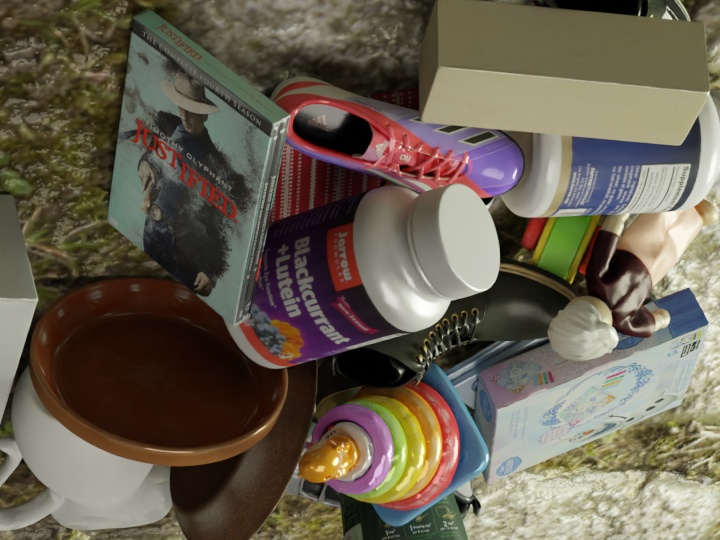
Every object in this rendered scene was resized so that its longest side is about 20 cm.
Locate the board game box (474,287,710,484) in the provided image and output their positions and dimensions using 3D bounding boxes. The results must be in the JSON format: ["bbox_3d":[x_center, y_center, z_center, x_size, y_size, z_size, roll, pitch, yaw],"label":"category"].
[{"bbox_3d":[0.197,0.104,1.898,0.199,0.043,0.200,-22,158,-9],"label":"board game box"}]

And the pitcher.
[{"bbox_3d":[-0.242,0.146,1.767,0.171,0.121,0.200,-18,149,-10],"label":"pitcher"}]

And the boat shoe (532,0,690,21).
[{"bbox_3d":[0.188,-0.194,1.624,0.074,0.063,0.201,-41,136,20],"label":"boat shoe"}]

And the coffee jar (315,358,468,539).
[{"bbox_3d":[0.024,0.166,1.839,0.104,0.200,0.085,-6,160,-16],"label":"coffee jar"}]

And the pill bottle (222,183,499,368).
[{"bbox_3d":[0.000,0.000,1.626,0.200,0.112,0.111,-17,145,33],"label":"pill bottle"}]

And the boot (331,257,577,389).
[{"bbox_3d":[0.073,0.054,1.734,0.200,0.138,0.078,3,123,4],"label":"boot"}]

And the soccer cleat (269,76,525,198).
[{"bbox_3d":[0.028,-0.091,1.602,0.200,0.073,0.068,16,104,-10],"label":"soccer cleat"}]

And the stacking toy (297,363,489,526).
[{"bbox_3d":[0.002,0.141,1.688,0.116,0.110,0.200,-37,166,22],"label":"stacking toy"}]

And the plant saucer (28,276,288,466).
[{"bbox_3d":[-0.156,0.080,1.666,0.200,0.200,0.032,0,130,-22],"label":"plant saucer"}]

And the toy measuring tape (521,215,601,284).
[{"bbox_3d":[0.159,0.002,1.807,0.073,0.074,0.200,-1,135,-22],"label":"toy measuring tape"}]

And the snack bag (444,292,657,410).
[{"bbox_3d":[0.179,0.070,1.890,0.200,0.021,0.189,-30,157,11],"label":"snack bag"}]

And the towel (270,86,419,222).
[{"bbox_3d":[-0.013,-0.080,1.692,0.200,0.023,0.145,-10,135,-15],"label":"towel"}]

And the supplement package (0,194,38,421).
[{"bbox_3d":[-0.328,0.050,1.631,0.117,0.117,0.200,2,134,-24],"label":"supplement package"}]

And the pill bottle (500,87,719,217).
[{"bbox_3d":[0.212,-0.100,1.694,0.200,0.111,0.111,-3,136,-20],"label":"pill bottle"}]

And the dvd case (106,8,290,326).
[{"bbox_3d":[-0.122,-0.072,1.572,0.022,0.146,0.200,-31,149,-39],"label":"dvd case"}]

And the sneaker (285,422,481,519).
[{"bbox_3d":[0.011,0.200,1.906,0.200,0.140,0.078,-9,138,-14],"label":"sneaker"}]

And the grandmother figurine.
[{"bbox_3d":[0.218,0.003,1.755,0.061,0.200,0.121,-8,121,51],"label":"grandmother figurine"}]

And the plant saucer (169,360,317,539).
[{"bbox_3d":[-0.104,0.134,1.754,0.037,0.201,0.200,24,123,-24],"label":"plant saucer"}]

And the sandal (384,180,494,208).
[{"bbox_3d":[0.070,-0.075,1.675,0.079,0.059,0.207,0,131,-23],"label":"sandal"}]

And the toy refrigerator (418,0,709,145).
[{"bbox_3d":[0.147,-0.148,1.583,0.200,0.070,0.076,4,151,-8],"label":"toy refrigerator"}]
